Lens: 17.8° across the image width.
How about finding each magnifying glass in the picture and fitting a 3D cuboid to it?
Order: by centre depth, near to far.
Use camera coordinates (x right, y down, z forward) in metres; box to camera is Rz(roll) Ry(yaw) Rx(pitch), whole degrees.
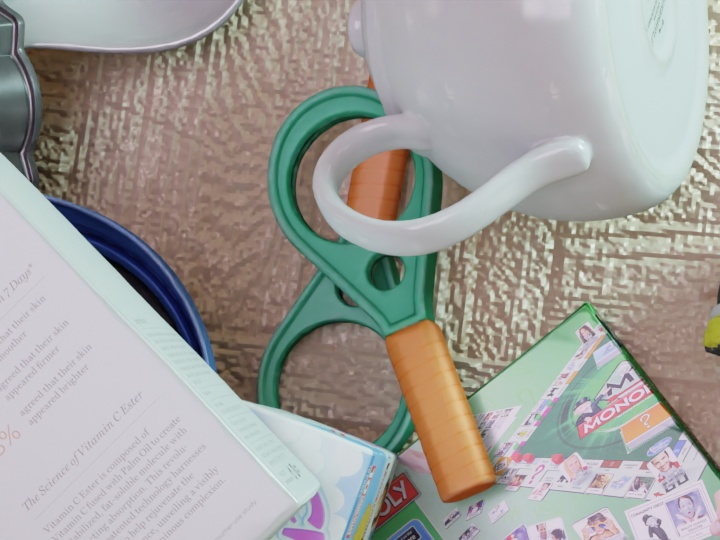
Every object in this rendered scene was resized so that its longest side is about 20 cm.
[{"bbox_3d":[0.015,0.008,1.051,0.079,0.022,0.201,-24,73,12],"label":"magnifying glass"},{"bbox_3d":[0.000,0.000,1.090,0.079,0.022,0.201,9,83,17],"label":"magnifying glass"}]

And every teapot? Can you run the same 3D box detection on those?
[{"bbox_3d":[0.062,-0.108,1.008,0.145,0.200,0.198,-3,90,23],"label":"teapot"}]

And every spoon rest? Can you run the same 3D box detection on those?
[{"bbox_3d":[-0.140,-0.131,1.130,0.200,0.061,0.100,-30,75,10],"label":"spoon rest"}]

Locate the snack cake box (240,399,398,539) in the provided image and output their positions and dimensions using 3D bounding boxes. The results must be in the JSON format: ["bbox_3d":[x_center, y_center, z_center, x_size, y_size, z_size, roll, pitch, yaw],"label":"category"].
[{"bbox_3d":[-0.051,0.161,0.997,0.067,0.115,0.201,20,87,10],"label":"snack cake box"}]

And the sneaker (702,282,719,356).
[{"bbox_3d":[0.207,-0.014,0.960,0.074,0.200,0.085,13,71,-25],"label":"sneaker"}]

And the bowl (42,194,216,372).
[{"bbox_3d":[-0.155,0.067,1.023,0.200,0.039,0.202,-3,79,13],"label":"bowl"}]

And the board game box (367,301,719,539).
[{"bbox_3d":[0.068,0.129,1.046,0.200,0.029,0.135,-39,72,7],"label":"board game box"}]

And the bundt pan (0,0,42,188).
[{"bbox_3d":[-0.250,-0.072,1.105,0.201,0.076,0.203,3,95,35],"label":"bundt pan"}]

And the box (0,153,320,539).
[{"bbox_3d":[-0.130,0.059,0.902,0.124,0.097,0.200,-44,86,2],"label":"box"}]
